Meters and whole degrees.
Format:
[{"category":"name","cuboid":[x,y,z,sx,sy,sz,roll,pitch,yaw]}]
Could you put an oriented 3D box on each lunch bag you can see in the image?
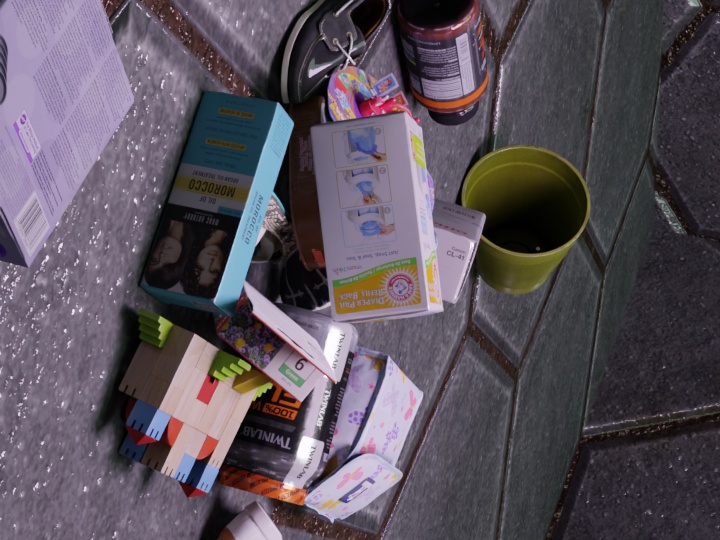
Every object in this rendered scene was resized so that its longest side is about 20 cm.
[{"category":"lunch bag","cuboid":[-0.014,0.207,1.836,0.201,0.126,0.170,-66,157,-13]}]

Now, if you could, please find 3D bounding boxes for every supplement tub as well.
[{"category":"supplement tub","cuboid":[-0.082,0.143,1.603,0.122,0.122,0.202,37,66,-69]},{"category":"supplement tub","cuboid":[0.110,-0.279,1.924,0.201,0.106,0.107,75,33,-54]}]

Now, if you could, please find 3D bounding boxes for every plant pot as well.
[{"category":"plant pot","cuboid":[0.252,-0.061,2.369,0.193,0.199,0.201,93,17,-60]}]

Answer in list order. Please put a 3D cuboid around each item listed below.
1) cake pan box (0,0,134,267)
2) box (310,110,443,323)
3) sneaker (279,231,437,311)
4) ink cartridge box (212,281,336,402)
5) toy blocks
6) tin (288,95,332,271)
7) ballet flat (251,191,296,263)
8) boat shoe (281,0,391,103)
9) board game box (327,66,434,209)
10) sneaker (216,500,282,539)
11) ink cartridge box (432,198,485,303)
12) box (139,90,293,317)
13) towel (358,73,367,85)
[{"category":"cake pan box","cuboid":[-0.245,-0.130,1.088,0.201,0.052,0.185,76,34,-51]},{"category":"box","cuboid":[0.018,-0.049,1.521,0.112,0.100,0.202,17,66,-79]},{"category":"sneaker","cuboid":[0.000,0.000,1.648,0.086,0.199,0.078,23,49,-52]},{"category":"ink cartridge box","cuboid":[-0.087,0.071,1.439,0.050,0.109,0.200,-49,-168,2]},{"category":"toy blocks","cuboid":[-0.172,0.135,1.410,0.137,0.099,0.200,-64,152,-10]},{"category":"tin","cuboid":[-0.047,-0.096,1.585,0.112,0.042,0.201,60,24,-57]},{"category":"ballet flat","cuboid":[-0.106,-0.046,1.520,0.076,0.067,0.200,-64,162,-7]},{"category":"boat shoe","cuboid":[-0.029,-0.248,1.607,0.200,0.067,0.072,-58,153,-42]},{"category":"board game box","cuboid":[0.038,-0.149,1.675,0.201,0.039,0.158,60,27,-4]},{"category":"sneaker","cuboid":[-0.130,0.320,1.690,0.084,0.073,0.200,-37,157,-11]},{"category":"ink cartridge box","cuboid":[0.070,-0.038,1.826,0.200,0.147,0.086,-53,161,-75]},{"category":"box","cuboid":[-0.134,-0.064,1.395,0.049,0.082,0.201,48,56,-65]},{"category":"towel","cuboid":[-0.020,-0.117,1.756,0.149,0.036,0.201,64,40,-62]}]
